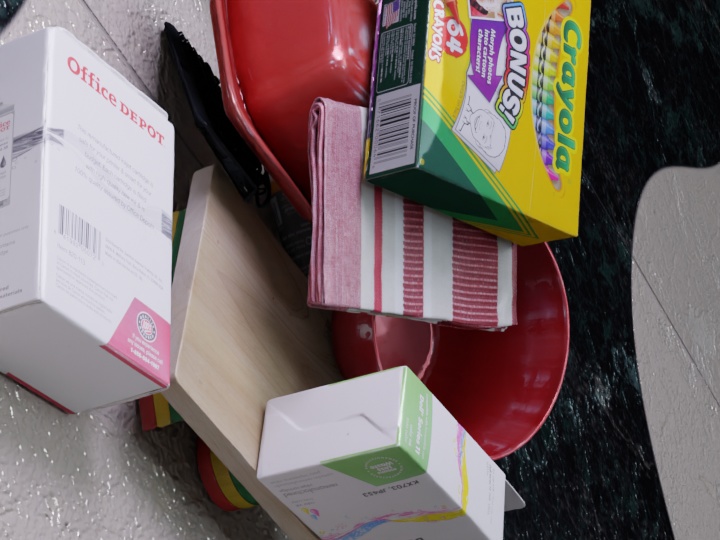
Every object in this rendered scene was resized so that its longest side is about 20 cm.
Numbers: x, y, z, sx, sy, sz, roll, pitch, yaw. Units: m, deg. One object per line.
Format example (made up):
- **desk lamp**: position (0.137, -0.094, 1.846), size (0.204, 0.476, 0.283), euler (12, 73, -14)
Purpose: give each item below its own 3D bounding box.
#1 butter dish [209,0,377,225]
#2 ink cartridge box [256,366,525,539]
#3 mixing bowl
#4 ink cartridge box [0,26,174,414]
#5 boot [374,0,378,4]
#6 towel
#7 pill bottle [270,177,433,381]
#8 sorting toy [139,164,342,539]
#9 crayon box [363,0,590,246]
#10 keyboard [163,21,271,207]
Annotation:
- **butter dish**: position (-0.013, -0.146, 1.597), size (0.200, 0.147, 0.201), euler (55, 17, -44)
- **ink cartridge box**: position (0.027, 0.156, 1.539), size (0.200, 0.116, 0.068), euler (48, 37, -44)
- **mixing bowl**: position (0.050, 0.043, 1.637), size (0.199, 0.108, 0.202), euler (5, 83, -41)
- **ink cartridge box**: position (-0.190, -0.031, 1.401), size (0.146, 0.082, 0.202), euler (40, 41, -51)
- **boot**: position (-0.003, -0.169, 1.805), size (0.200, 0.150, 0.074), euler (12, 57, -62)
- **towel**: position (0.039, -0.036, 1.548), size (0.199, 0.023, 0.146), euler (9, 78, -43)
- **pill bottle**: position (0.000, 0.000, 1.752), size (0.116, 0.116, 0.202), euler (-4, 78, -65)
- **sorting toy**: position (-0.095, 0.067, 1.561), size (0.200, 0.069, 0.200), euler (53, 31, -39)
- **crayon box**: position (0.088, -0.138, 1.557), size (0.172, 0.058, 0.202), euler (20, 69, -41)
- **keyboard**: position (-0.097, -0.119, 1.619), size (0.104, 0.039, 0.200), euler (58, 5, -30)
